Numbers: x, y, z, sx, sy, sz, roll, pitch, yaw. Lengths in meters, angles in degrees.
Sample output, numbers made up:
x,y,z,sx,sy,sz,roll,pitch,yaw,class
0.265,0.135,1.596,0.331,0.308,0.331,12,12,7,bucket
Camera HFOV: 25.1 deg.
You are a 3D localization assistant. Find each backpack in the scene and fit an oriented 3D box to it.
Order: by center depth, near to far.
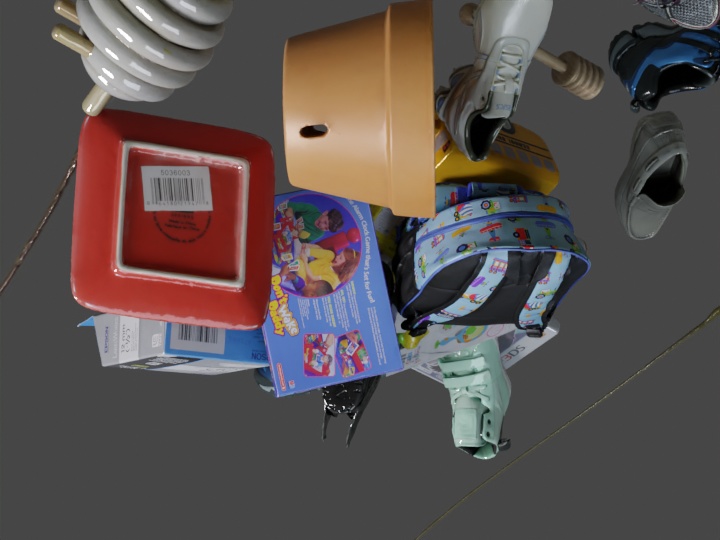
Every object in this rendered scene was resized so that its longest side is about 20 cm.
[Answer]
x,y,z,sx,sy,sz,roll,pitch,yaw,class
0.135,-0.021,1.636,0.180,0.136,0.200,1,159,-13,backpack

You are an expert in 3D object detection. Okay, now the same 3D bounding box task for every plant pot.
x,y,z,sx,sy,sz,roll,pitch,yaw,class
0.001,-0.148,1.509,0.138,0.202,0.201,-2,145,3,plant pot

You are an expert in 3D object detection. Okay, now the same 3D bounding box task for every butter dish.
x,y,z,sx,sy,sz,roll,pitch,yaw,class
-0.195,-0.037,1.583,0.198,0.202,0.148,7,164,-22,butter dish

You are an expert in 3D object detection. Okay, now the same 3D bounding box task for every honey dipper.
x,y,z,sx,sy,sz,roll,pitch,yaw,class
0.169,-0.224,1.615,0.199,0.038,0.038,23,128,-39,honey dipper

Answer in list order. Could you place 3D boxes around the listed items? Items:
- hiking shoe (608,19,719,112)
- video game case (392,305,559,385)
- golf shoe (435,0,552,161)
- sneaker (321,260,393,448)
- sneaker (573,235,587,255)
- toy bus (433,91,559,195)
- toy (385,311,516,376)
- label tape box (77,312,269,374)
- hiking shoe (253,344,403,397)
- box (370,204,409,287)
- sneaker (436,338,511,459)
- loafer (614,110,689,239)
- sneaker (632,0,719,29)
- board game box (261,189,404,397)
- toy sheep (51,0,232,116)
x,y,z,sx,sy,sz,roll,pitch,yaw,class
0.356,-0.225,1.641,0.198,0.087,0.075,-25,146,8,hiking shoe
0.102,0.067,1.903,0.199,0.023,0.182,27,139,-22,video game case
0.139,-0.191,1.540,0.077,0.098,0.201,4,135,-19,golf shoe
-0.005,0.089,1.734,0.059,0.202,0.104,14,176,9,sneaker
0.156,-0.002,1.880,0.108,0.071,0.199,28,134,-34,sneaker
0.111,-0.124,1.678,0.199,0.079,0.065,13,134,-39,toy bus
0.111,0.038,1.786,0.198,0.047,0.116,-22,145,-24,toy
-0.198,0.076,1.737,0.142,0.067,0.199,7,166,-36,label tape box
-0.045,0.089,1.903,0.198,0.075,0.087,-15,113,26,hiking shoe
0.000,0.000,1.753,0.117,0.048,0.201,27,98,-51,box
0.127,0.136,1.873,0.073,0.119,0.201,-9,139,23,sneaker
0.333,-0.094,1.836,0.069,0.070,0.201,-15,145,-7,loafer
0.279,-0.281,1.533,0.080,0.075,0.199,-37,135,26,sneaker
-0.041,0.018,1.656,0.133,0.202,0.045,-11,176,-6,board game box
-0.183,-0.213,1.372,0.137,0.139,0.200,16,128,-40,toy sheep
